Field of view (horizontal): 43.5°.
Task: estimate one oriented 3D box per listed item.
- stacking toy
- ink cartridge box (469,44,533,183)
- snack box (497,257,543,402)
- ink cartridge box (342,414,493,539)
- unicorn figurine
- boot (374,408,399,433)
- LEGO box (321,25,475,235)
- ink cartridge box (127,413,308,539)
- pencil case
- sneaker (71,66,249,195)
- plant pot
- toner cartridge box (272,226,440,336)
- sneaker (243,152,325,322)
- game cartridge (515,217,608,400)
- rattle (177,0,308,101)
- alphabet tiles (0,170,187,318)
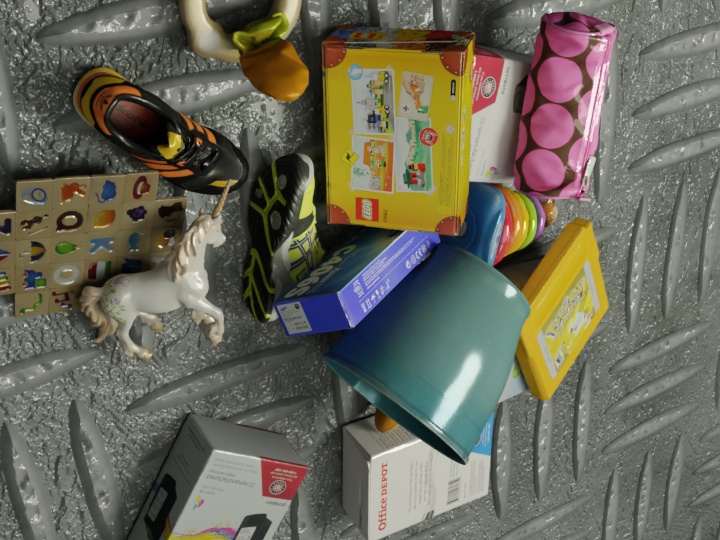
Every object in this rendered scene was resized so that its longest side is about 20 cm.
[{"bbox_3d":[0.189,-0.063,1.146,0.199,0.109,0.117,-8,118,-42],"label":"stacking toy"},{"bbox_3d":[0.170,-0.183,1.071,0.198,0.086,0.149,-1,113,-31],"label":"ink cartridge box"},{"bbox_3d":[0.200,0.082,1.207,0.199,0.067,0.171,-14,122,-46],"label":"snack box"},{"bbox_3d":[0.077,0.261,1.236,0.198,0.084,0.148,-14,120,-26],"label":"ink cartridge box"},{"bbox_3d":[-0.193,0.018,0.921,0.198,0.074,0.138,-24,132,-7],"label":"unicorn figurine"},{"bbox_3d":[0.028,0.096,1.139,0.143,0.071,0.203,27,92,-33],"label":"boot"},{"bbox_3d":[0.041,-0.148,0.962,0.147,0.077,0.202,7,118,14],"label":"LEGO box"},{"bbox_3d":[-0.175,0.291,1.092,0.145,0.083,0.202,20,101,-38],"label":"ink cartridge box"},{"bbox_3d":[0.229,-0.179,0.997,0.090,0.094,0.202,-9,115,-29],"label":"pencil case"},{"bbox_3d":[-0.182,-0.119,0.875,0.199,0.090,0.070,30,96,-38],"label":"sneaker"},{"bbox_3d":[0.089,0.083,1.025,0.189,0.199,0.200,-53,130,-11],"label":"plant pot"},{"bbox_3d":[0.000,0.000,0.991,0.200,0.094,0.044,-43,116,-47],"label":"toner cartridge box"},{"bbox_3d":[-0.079,-0.039,1.002,0.076,0.075,0.202,-10,129,-37],"label":"sneaker"},{"bbox_3d":[0.261,0.052,1.177,0.177,0.032,0.201,-52,145,-18],"label":"game cartridge"},{"bbox_3d":[-0.095,-0.278,0.825,0.129,0.143,0.202,10,115,-16],"label":"rattle"},{"bbox_3d":[-0.272,-0.025,0.891,0.198,0.006,0.168,-8,133,-29],"label":"alphabet tiles"}]
